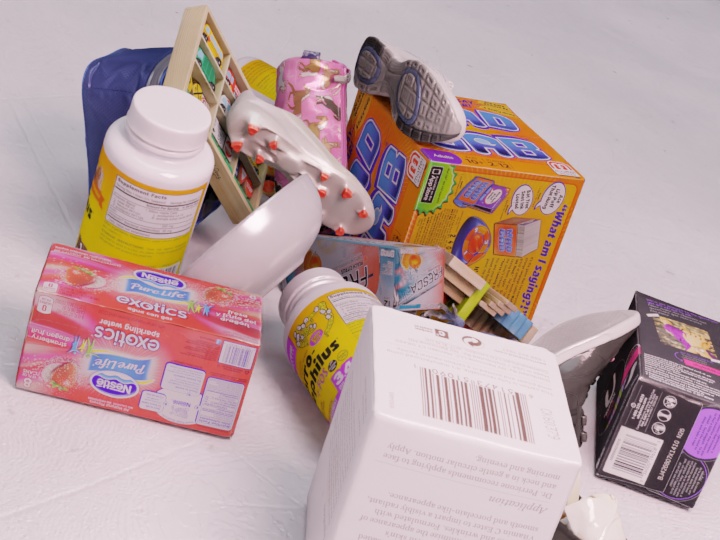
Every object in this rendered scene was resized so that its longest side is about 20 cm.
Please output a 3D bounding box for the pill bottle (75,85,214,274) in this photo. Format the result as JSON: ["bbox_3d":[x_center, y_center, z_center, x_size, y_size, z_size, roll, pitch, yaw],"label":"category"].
[{"bbox_3d":[-0.208,-0.075,1.430,0.108,0.201,0.110,16,34,-11],"label":"pill bottle"}]

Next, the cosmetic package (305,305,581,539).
[{"bbox_3d":[0.057,0.167,1.151,0.163,0.202,0.165,15,26,-8],"label":"cosmetic package"}]

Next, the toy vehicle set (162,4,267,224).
[{"bbox_3d":[-0.145,-0.159,1.525,0.026,0.201,0.125,-5,52,18],"label":"toy vehicle set"}]

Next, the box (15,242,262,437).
[{"bbox_3d":[-0.193,0.062,1.300,0.198,0.104,0.095,14,25,-9],"label":"box"}]

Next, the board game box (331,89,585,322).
[{"bbox_3d":[0.093,-0.068,1.643,0.198,0.202,0.200,5,27,-27],"label":"board game box"}]

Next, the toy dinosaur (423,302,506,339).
[{"bbox_3d":[0.089,0.101,1.499,0.179,0.106,0.200,13,-10,9],"label":"toy dinosaur"}]

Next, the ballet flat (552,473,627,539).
[{"bbox_3d":[0.185,0.214,1.305,0.067,0.069,0.200,-4,34,-40],"label":"ballet flat"}]

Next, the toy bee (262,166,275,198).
[{"bbox_3d":[-0.120,-0.117,1.699,0.199,0.130,0.110,19,45,-45],"label":"toy bee"}]

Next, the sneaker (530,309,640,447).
[{"bbox_3d":[0.210,0.115,1.454,0.199,0.100,0.070,-29,18,-30],"label":"sneaker"}]

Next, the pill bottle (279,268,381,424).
[{"bbox_3d":[-0.008,0.081,1.373,0.103,0.105,0.200,4,29,-29],"label":"pill bottle"}]

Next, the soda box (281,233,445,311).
[{"bbox_3d":[0.000,0.000,1.514,0.068,0.064,0.199,-1,5,-37],"label":"soda box"}]

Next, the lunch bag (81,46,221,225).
[{"bbox_3d":[-0.209,-0.134,1.578,0.131,0.202,0.136,6,23,17],"label":"lunch bag"}]

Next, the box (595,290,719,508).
[{"bbox_3d":[0.308,0.128,1.501,0.105,0.123,0.200,20,25,1],"label":"box"}]

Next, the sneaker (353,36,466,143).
[{"bbox_3d":[0.067,-0.192,1.557,0.086,0.075,0.200,8,27,-31],"label":"sneaker"}]

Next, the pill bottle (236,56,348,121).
[{"bbox_3d":[-0.120,-0.207,1.882,0.199,0.105,0.104,31,28,22],"label":"pill bottle"}]

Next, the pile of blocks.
[{"bbox_3d":[0.125,0.049,1.539,0.200,0.062,0.082,38,0,-44],"label":"pile of blocks"}]

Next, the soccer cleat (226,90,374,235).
[{"bbox_3d":[-0.057,-0.114,1.537,0.199,0.069,0.078,39,34,-26],"label":"soccer cleat"}]

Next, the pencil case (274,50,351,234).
[{"bbox_3d":[-0.052,-0.137,1.631,0.082,0.203,0.086,5,-13,-24],"label":"pencil case"}]

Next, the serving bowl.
[{"bbox_3d":[-0.107,-0.006,1.420,0.066,0.200,0.200,49,28,-2],"label":"serving bowl"}]
